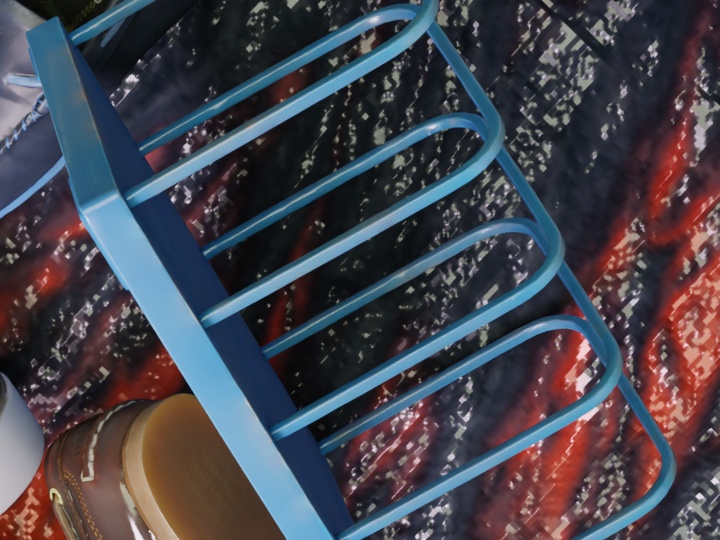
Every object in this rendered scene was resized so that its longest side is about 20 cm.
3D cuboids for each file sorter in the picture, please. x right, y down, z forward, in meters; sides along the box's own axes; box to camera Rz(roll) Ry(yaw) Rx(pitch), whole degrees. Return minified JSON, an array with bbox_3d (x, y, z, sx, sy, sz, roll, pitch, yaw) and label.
[{"bbox_3d":[0.000,0.000,0.839,0.122,0.139,0.200,-29,120,1],"label":"file sorter"}]

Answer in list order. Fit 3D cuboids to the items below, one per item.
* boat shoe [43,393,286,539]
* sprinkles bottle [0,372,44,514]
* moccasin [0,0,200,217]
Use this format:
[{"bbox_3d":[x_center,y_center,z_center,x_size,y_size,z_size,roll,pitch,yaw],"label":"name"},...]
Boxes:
[{"bbox_3d":[-0.041,0.133,0.928,0.070,0.070,0.201,-19,103,42],"label":"boat shoe"},{"bbox_3d":[-0.183,0.002,0.870,0.068,0.068,0.200,-29,119,6],"label":"sprinkles bottle"},{"bbox_3d":[-0.113,-0.092,0.893,0.080,0.068,0.200,44,96,22],"label":"moccasin"}]
